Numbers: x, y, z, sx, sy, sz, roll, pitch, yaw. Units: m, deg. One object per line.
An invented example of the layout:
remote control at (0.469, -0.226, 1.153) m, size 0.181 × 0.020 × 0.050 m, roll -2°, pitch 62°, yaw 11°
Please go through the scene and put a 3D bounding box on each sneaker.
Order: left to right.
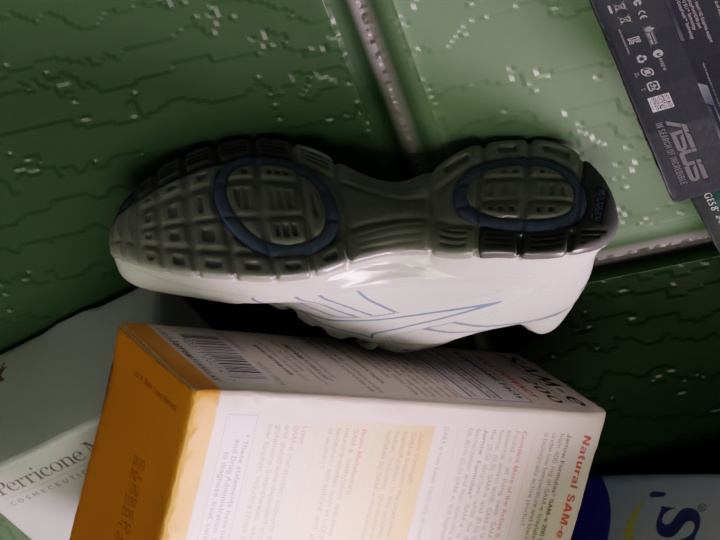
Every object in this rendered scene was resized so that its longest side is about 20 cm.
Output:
sneaker at (0.000, 0.000, 0.978) m, size 0.199 × 0.075 × 0.087 m, roll 2°, pitch 140°, yaw -2°

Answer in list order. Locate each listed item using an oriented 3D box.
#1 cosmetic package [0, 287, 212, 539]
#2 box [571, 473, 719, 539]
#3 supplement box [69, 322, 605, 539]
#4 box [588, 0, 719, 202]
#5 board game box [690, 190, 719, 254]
cosmetic package at (-0.070, 0.103, 1.078) m, size 0.101 × 0.071 × 0.200 m, roll -25°, pitch 130°, yaw 23°
box at (0.168, 0.190, 1.055) m, size 0.199 × 0.185 × 0.105 m, roll -4°, pitch 139°, yaw 29°
supplement box at (-0.011, 0.096, 0.996) m, size 0.199 × 0.073 × 0.127 m, roll 6°, pitch 106°, yaw -33°
box at (0.153, -0.127, 0.863) m, size 0.157 × 0.051 × 0.200 m, roll -16°, pitch 132°, yaw 16°
board game box at (0.226, -0.001, 1.006) m, size 0.135 × 0.028 × 0.200 m, roll -19°, pitch 133°, yaw 18°
